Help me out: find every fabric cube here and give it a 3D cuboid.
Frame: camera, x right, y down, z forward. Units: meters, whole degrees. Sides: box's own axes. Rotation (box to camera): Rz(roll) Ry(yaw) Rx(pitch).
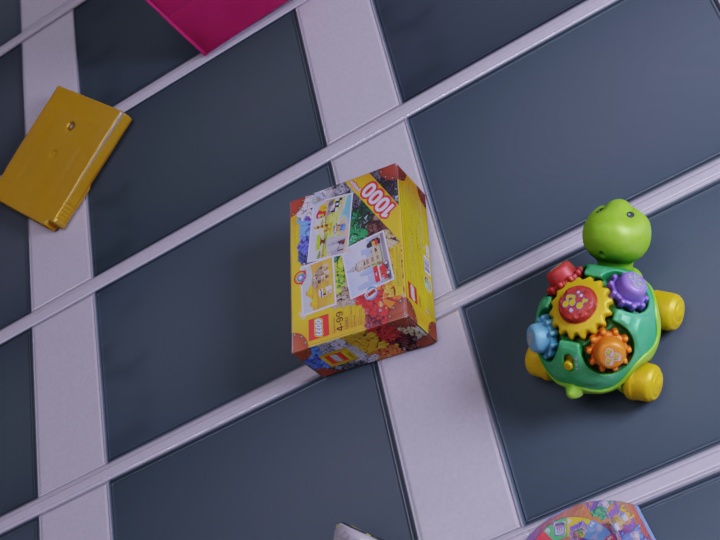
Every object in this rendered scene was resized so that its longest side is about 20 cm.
[{"bbox_3d":[-0.209,-0.467,1.707,0.198,0.200,0.198,-29,52,18],"label":"fabric cube"}]

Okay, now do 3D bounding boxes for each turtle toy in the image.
[{"bbox_3d":[0.235,0.030,1.190,0.144,0.101,0.202,9,70,36],"label":"turtle toy"}]

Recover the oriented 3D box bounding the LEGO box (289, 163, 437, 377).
[{"bbox_3d":[0.000,0.000,1.379,0.148,0.077,0.202,-19,55,23],"label":"LEGO box"}]

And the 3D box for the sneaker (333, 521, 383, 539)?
[{"bbox_3d":[0.037,0.320,1.185,0.199,0.074,0.085,19,81,48],"label":"sneaker"}]

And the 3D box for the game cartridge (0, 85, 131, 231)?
[{"bbox_3d":[-0.446,-0.167,1.804,0.175,0.032,0.201,24,81,40],"label":"game cartridge"}]

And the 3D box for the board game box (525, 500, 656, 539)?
[{"bbox_3d":[0.206,0.302,1.093,0.157,0.039,0.201,-33,50,13],"label":"board game box"}]
